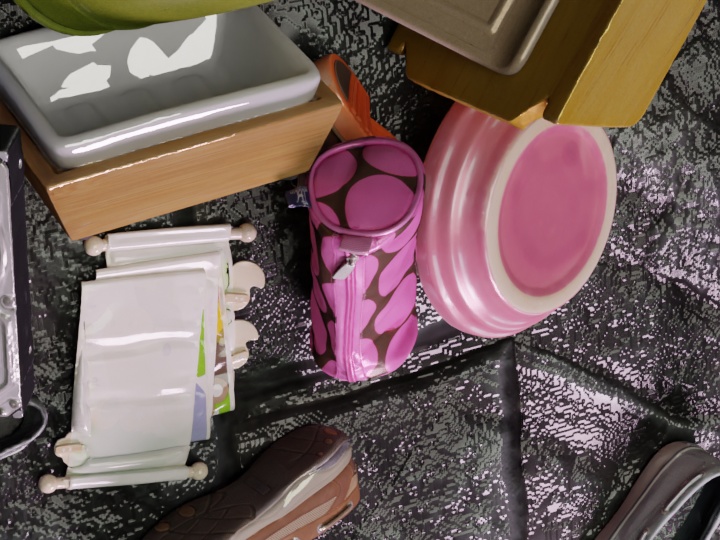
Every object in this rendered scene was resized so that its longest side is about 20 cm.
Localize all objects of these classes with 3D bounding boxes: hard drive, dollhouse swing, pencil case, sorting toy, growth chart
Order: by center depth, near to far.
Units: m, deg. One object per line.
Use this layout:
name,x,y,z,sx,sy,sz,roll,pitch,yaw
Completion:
hard drive,-0.275,-0.002,1.331,0.140,0.038,0.200,7,125,4
sorting toy,0.064,-0.248,1.431,0.185,0.200,0.036,-62,162,1
pencil case,0.000,0.000,1.457,0.091,0.094,0.200,-2,147,1
dollhouse swing,0.166,-0.163,1.488,0.176,0.200,0.182,27,92,-39
growth chart,-0.141,0.061,1.497,0.145,0.018,0.200,4,103,-29

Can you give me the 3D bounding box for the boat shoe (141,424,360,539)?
boat shoe,-0.080,0.192,1.537,0.200,0.076,0.072,-33,119,-14

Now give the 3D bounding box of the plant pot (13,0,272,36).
plant pot,-0.093,-0.235,1.290,0.200,0.193,0.201,-17,111,-53

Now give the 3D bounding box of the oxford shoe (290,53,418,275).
oxford shoe,-0.007,-0.065,1.514,0.073,0.071,0.200,-21,127,15

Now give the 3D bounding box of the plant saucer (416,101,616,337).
plant saucer,0.120,-0.047,1.545,0.200,0.051,0.201,-17,114,-44

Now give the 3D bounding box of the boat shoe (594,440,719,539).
boat shoe,0.228,0.231,1.710,0.070,0.071,0.201,30,90,-31

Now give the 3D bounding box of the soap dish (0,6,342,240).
soap dish,-0.134,-0.102,1.378,0.200,0.157,0.081,-18,129,-22

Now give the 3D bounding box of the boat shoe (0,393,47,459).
boat shoe,-0.301,0.117,1.400,0.199,0.068,0.074,-11,110,-24
